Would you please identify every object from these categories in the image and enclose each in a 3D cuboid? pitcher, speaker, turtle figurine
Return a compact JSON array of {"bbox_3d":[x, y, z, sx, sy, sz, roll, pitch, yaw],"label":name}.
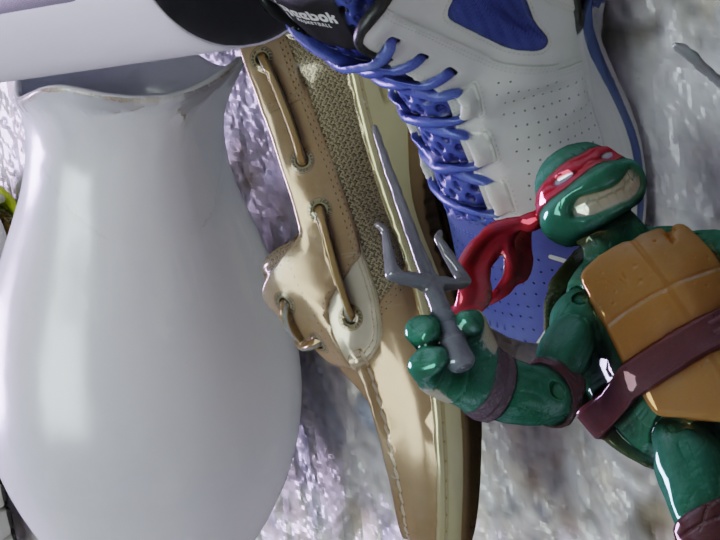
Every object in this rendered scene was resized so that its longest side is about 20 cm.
[{"bbox_3d":[-0.091,0.002,1.129,0.172,0.121,0.201,-128,32,-65],"label":"pitcher"},{"bbox_3d":[-0.096,-0.106,0.993,0.200,0.081,0.081,-1,104,54],"label":"speaker"},{"bbox_3d":[0.097,0.020,0.859,0.200,0.150,0.101,57,180,15],"label":"turtle figurine"}]

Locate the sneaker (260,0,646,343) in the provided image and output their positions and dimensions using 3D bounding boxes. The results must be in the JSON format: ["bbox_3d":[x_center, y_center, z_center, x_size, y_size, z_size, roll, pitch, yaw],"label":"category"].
[{"bbox_3d":[0.023,-0.071,0.915,0.080,0.115,0.200,28,128,48],"label":"sneaker"}]

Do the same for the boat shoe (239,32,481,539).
[{"bbox_3d":[0.000,0.000,1.007,0.071,0.064,0.201,-12,-88,-84],"label":"boat shoe"}]

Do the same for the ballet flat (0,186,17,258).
[{"bbox_3d":[-0.166,0.001,1.220,0.200,0.067,0.067,-102,23,-78],"label":"ballet flat"}]

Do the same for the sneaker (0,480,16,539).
[{"bbox_3d":[-0.247,0.107,1.422,0.200,0.090,0.079,3,107,56],"label":"sneaker"}]
